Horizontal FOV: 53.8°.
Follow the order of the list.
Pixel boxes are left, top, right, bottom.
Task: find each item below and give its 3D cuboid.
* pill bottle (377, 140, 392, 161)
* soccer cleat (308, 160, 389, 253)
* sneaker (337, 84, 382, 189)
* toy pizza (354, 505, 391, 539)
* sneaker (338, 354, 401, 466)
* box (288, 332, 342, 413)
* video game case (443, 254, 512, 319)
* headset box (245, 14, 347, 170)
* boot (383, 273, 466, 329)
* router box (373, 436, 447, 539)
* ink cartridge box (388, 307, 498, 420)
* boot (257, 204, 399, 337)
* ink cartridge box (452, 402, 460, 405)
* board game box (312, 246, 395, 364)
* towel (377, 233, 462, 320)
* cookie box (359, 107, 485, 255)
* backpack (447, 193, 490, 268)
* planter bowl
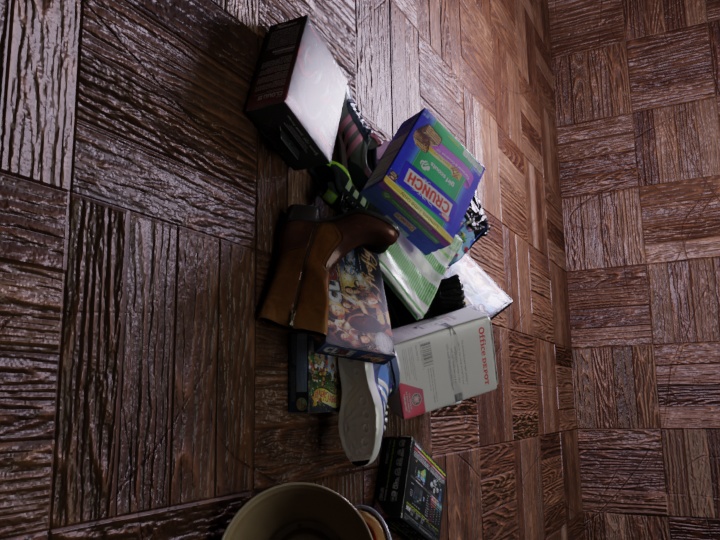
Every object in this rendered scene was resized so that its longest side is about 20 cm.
[{"bbox_3d":[0.066,-0.138,1.365,0.113,0.112,0.202,31,57,-58],"label":"pill bottle"},{"bbox_3d":[-0.021,-0.105,1.173,0.081,0.068,0.201,3,45,-51],"label":"soccer cleat"},{"bbox_3d":[0.000,-0.251,1.292,0.070,0.081,0.202,-33,114,-59],"label":"sneaker"},{"bbox_3d":[-0.024,0.432,0.998,0.032,0.199,0.202,26,58,-29],"label":"toy pizza"},{"bbox_3d":[0.030,0.213,1.167,0.146,0.080,0.203,15,65,-56],"label":"sneaker"},{"bbox_3d":[-0.048,0.160,1.158,0.199,0.037,0.138,17,69,-61],"label":"box"},{"bbox_3d":[0.211,0.033,1.528,0.200,0.026,0.180,47,43,16],"label":"video game case"},{"bbox_3d":[-0.096,-0.268,1.113,0.149,0.074,0.202,50,42,-49],"label":"headset box"},{"bbox_3d":[0.117,0.031,1.357,0.080,0.156,0.212,-86,162,-46],"label":"boot"},{"bbox_3d":[0.099,0.428,1.365,0.200,0.061,0.151,53,41,-45],"label":"router box"},{"bbox_3d":[0.141,0.167,1.300,0.198,0.083,0.148,-14,105,-19],"label":"ink cartridge box"},{"bbox_3d":[-0.043,0.001,1.054,0.069,0.186,0.202,106,-7,-60],"label":"boot"},{"bbox_3d":[0.134,0.206,1.458,0.199,0.083,0.146,15,72,-62],"label":"ink cartridge box"},{"bbox_3d":[-0.020,0.043,1.126,0.134,0.035,0.202,14,53,-34],"label":"board game box"},{"bbox_3d":[0.106,-0.032,1.285,0.153,0.023,0.201,48,54,-23],"label":"towel"},{"bbox_3d":[0.116,-0.159,1.267,0.171,0.075,0.201,41,55,-18],"label":"cookie box"},{"bbox_3d":[0.147,-0.082,1.454,0.200,0.181,0.136,-48,123,-45],"label":"backpack"},{"bbox_3d":[-0.077,0.384,0.916,0.135,0.198,0.203,88,6,-69],"label":"planter bowl"}]
